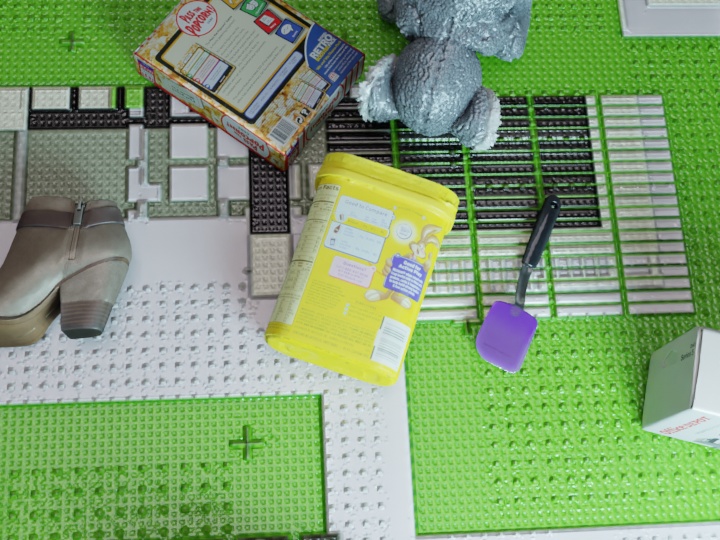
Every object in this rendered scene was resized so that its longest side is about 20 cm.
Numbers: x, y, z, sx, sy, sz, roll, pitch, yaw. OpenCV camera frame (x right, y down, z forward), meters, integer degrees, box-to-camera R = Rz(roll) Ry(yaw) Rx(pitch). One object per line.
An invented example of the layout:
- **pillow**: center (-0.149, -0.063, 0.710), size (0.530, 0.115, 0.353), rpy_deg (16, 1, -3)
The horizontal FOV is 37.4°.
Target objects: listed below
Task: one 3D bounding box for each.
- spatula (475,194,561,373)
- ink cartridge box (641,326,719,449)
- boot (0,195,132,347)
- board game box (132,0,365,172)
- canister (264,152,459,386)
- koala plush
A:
- **spatula**: center (0.173, 0.007, 1.113), size (0.056, 0.021, 0.200), rpy_deg (25, 69, -10)
- **ink cartridge box**: center (0.392, 0.129, 1.028), size (0.200, 0.146, 0.084), rpy_deg (13, 73, 0)
- **boot**: center (-0.328, -0.003, 1.058), size (0.200, 0.070, 0.147), rpy_deg (-1, 66, -6)
- **board game box**: center (-0.119, -0.224, 1.151), size (0.200, 0.046, 0.152), rpy_deg (35, 73, 7)
- **canister**: center (0.000, 0.000, 1.069), size (0.148, 0.087, 0.200), rpy_deg (19, 73, 2)
- **koala plush**: center (0.087, -0.234, 1.117), size (0.177, 0.184, 0.200), rpy_deg (19, 85, -1)
